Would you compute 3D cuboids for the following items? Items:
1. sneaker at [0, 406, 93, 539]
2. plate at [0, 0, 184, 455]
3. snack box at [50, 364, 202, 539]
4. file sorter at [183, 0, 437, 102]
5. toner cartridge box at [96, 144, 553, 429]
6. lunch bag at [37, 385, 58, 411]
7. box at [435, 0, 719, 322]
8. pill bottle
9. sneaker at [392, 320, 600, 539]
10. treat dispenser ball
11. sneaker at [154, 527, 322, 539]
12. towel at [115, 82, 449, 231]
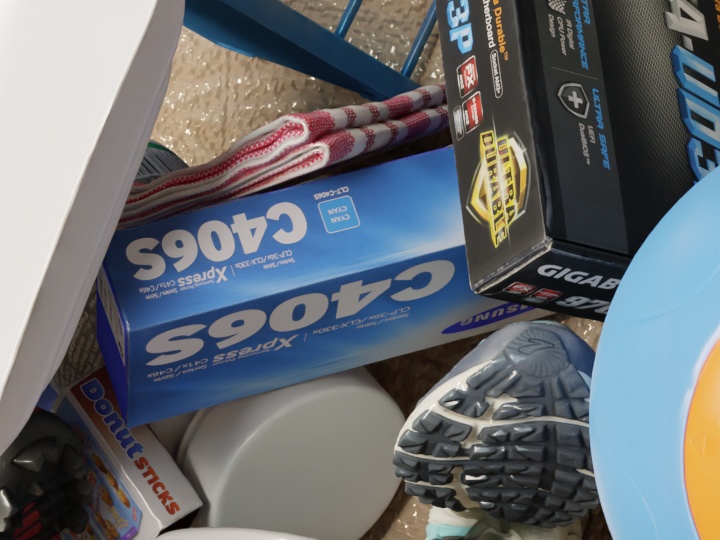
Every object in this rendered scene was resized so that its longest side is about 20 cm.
[{"bbox_3d":[-0.168,0.097,1.089,0.098,0.071,0.201,51,150,13],"label":"sneaker"},{"bbox_3d":[-0.129,-0.032,1.004,0.200,0.032,0.200,23,91,64],"label":"plate"},{"bbox_3d":[-0.120,0.114,1.128,0.072,0.024,0.200,54,149,13],"label":"snack box"},{"bbox_3d":[-0.059,-0.173,1.144,0.139,0.200,0.123,24,88,44],"label":"file sorter"},{"bbox_3d":[0.000,0.000,1.016,0.199,0.095,0.043,-15,68,-12],"label":"toner cartridge box"},{"bbox_3d":[-0.226,0.024,1.269,0.200,0.132,0.136,-42,51,24],"label":"lunch bag"},{"bbox_3d":[0.103,-0.074,0.981,0.046,0.159,0.200,-34,53,45],"label":"box"},{"bbox_3d":[-0.072,0.035,1.136,0.113,0.113,0.200,-56,46,12],"label":"pill bottle"},{"bbox_3d":[0.055,0.051,0.977,0.077,0.200,0.087,10,67,2],"label":"sneaker"},{"bbox_3d":[0.173,0.048,0.847,0.201,0.201,0.201,-16,64,38],"label":"treat dispenser ball"},{"bbox_3d":[0.005,0.165,1.002,0.199,0.073,0.112,8,76,15],"label":"sneaker"},{"bbox_3d":[-0.020,-0.053,1.073,0.146,0.200,0.030,-18,92,35],"label":"towel"}]
